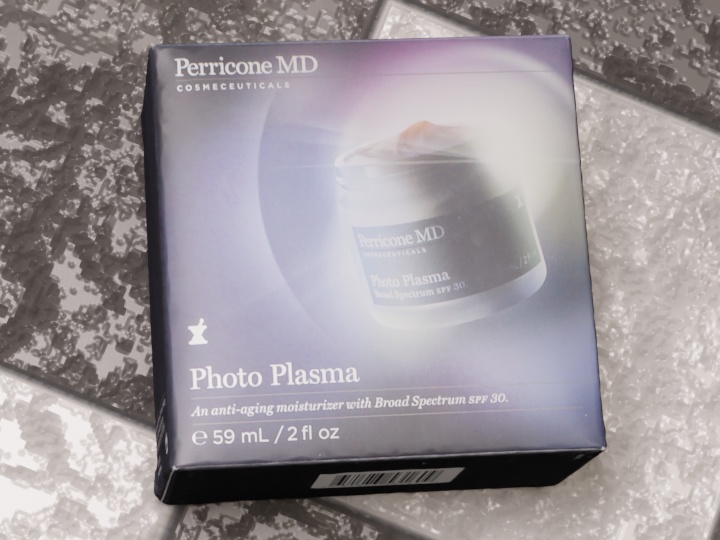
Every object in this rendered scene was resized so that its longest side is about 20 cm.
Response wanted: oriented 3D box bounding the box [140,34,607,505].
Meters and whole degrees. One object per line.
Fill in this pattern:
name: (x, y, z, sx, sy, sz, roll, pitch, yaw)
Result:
box: (0.000, 0.000, 1.122, 0.199, 0.123, 0.199, -3, 77, -8)
